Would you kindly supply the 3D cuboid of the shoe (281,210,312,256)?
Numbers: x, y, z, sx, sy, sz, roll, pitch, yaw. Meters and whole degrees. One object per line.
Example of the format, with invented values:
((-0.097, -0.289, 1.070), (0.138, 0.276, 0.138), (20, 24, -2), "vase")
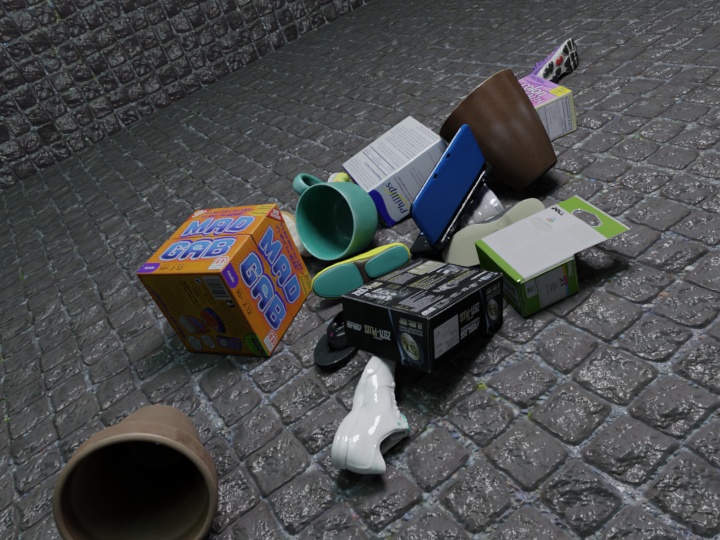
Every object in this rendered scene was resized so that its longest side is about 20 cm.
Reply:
((-0.158, -0.080, 1.313), (0.053, 0.070, 0.200), (-28, 35, -24), "shoe")

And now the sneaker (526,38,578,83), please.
((0.515, -0.560, 1.593), (0.200, 0.081, 0.083), (-40, 32, -24), "sneaker")

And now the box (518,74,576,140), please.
((0.364, -0.358, 1.377), (0.199, 0.097, 0.176), (-23, 33, -2), "box")

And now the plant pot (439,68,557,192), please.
((0.293, -0.262, 1.185), (0.187, 0.200, 0.187), (-38, -7, -6), "plant pot")

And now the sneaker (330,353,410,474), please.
((0.031, 0.200, 0.829), (0.088, 0.075, 0.200), (11, 43, 15), "sneaker")

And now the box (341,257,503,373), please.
((0.098, 0.059, 0.901), (0.163, 0.086, 0.200), (12, 26, 40), "box")

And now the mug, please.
((-0.044, -0.120, 1.202), (0.152, 0.186, 0.114), (-9, 4, 36), "mug")

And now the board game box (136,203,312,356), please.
((-0.244, 0.017, 1.109), (0.199, 0.200, 0.200), (-1, 39, 28), "board game box")

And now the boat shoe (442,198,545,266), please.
((0.242, -0.065, 1.070), (0.200, 0.071, 0.063), (-31, -5, 11), "boat shoe")

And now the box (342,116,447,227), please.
((0.087, -0.222, 1.308), (0.200, 0.105, 0.184), (-35, 34, 2), "box")

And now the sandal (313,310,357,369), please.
((-0.016, 0.088, 1.016), (0.075, 0.048, 0.200), (12, 46, 40), "sandal")

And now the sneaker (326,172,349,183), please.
((-0.035, -0.158, 1.360), (0.090, 0.078, 0.200), (-4, 43, 12), "sneaker")

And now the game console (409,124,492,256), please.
((0.142, -0.141, 1.083), (0.200, 0.118, 0.171), (-57, 17, -14), "game console")

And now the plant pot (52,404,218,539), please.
((-0.293, 0.272, 0.817), (0.200, 0.201, 0.175), (-24, 17, -2), "plant pot")

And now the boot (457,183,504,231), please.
((0.213, -0.133, 1.175), (0.095, 0.074, 0.200), (-31, 22, 9), "boot")

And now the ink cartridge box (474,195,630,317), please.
((0.313, -0.029, 0.966), (0.200, 0.076, 0.148), (-24, 33, -5), "ink cartridge box")

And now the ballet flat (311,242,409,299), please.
((0.000, 0.000, 1.129), (0.199, 0.067, 0.067), (-23, 12, -5), "ballet flat")
